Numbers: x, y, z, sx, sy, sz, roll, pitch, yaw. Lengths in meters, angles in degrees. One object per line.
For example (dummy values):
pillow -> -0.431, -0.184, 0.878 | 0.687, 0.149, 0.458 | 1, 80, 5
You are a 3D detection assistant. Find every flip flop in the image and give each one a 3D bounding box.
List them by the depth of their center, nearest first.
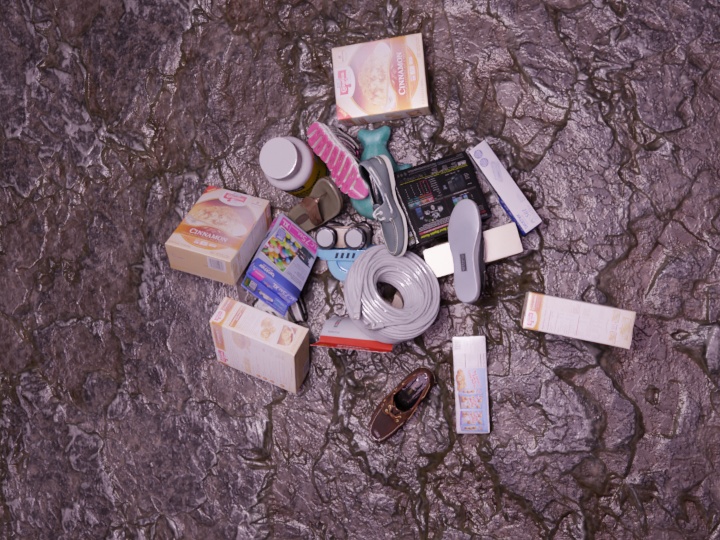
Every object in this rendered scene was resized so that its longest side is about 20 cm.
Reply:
flip flop -> -0.105, -0.130, 1.451 | 0.199, 0.057, 0.082 | -30, 96, 47

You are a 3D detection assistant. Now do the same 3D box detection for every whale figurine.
whale figurine -> 0.033, -0.211, 1.451 | 0.155, 0.104, 0.205 | -4, 87, 12

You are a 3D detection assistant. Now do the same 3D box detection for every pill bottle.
pill bottle -> -0.144, -0.220, 1.440 | 0.109, 0.200, 0.114 | 0, 88, 12

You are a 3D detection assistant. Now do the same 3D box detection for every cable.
cable -> 0.063, 0.047, 1.351 | 0.196, 0.069, 0.203 | 10, 56, -19

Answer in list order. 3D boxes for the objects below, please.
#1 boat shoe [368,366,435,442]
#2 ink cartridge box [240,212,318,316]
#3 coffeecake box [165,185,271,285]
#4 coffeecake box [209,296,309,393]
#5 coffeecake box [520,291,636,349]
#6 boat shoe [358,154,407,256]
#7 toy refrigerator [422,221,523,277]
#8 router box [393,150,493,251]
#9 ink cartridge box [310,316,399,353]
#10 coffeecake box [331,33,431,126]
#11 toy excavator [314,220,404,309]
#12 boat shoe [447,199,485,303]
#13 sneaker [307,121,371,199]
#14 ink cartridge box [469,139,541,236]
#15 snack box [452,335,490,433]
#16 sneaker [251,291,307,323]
boat shoe -> 0.083, 0.286, 1.447 | 0.070, 0.070, 0.201 | 38, 98, 9
ink cartridge box -> -0.164, -0.014, 1.435 | 0.119, 0.202, 0.042 | 39, 137, -19
coffeecake box -> -0.300, -0.080, 1.465 | 0.150, 0.074, 0.202 | 14, 47, 12
coffeecake box -> -0.213, 0.161, 1.455 | 0.196, 0.155, 0.074 | 20, 52, 12
coffeecake box -> 0.420, 0.095, 1.336 | 0.196, 0.153, 0.075 | 11, 90, 12
boat shoe -> 0.040, -0.123, 1.333 | 0.072, 0.061, 0.204 | -8, 95, 56
toy refrigerator -> 0.234, -0.042, 1.419 | 0.196, 0.076, 0.071 | -18, 85, 12
router box -> 0.157, -0.144, 1.397 | 0.197, 0.062, 0.152 | -19, 83, -24
ink cartridge box -> -0.005, 0.130, 1.402 | 0.159, 0.200, 0.051 | 5, 89, 11
coffeecake box -> 0.046, -0.407, 1.462 | 0.196, 0.073, 0.157 | -6, 89, 12
toy excavator -> 0.000, 0.000, 1.470 | 0.190, 0.100, 0.205 | 2, 103, 11
boat shoe -> 0.222, -0.038, 1.351 | 0.069, 0.066, 0.205 | -5, 90, 34
sneaker -> -0.027, -0.233, 1.411 | 0.201, 0.086, 0.074 | 53, 132, 23
ink cartridge box -> 0.297, -0.167, 1.399 | 0.044, 0.094, 0.202 | -35, 82, 8
snack box -> 0.234, 0.241, 1.438 | 0.070, 0.024, 0.205 | -3, 88, 11
sneaker -> -0.201, 0.030, 1.509 | 0.113, 0.076, 0.205 | -18, 87, 9
